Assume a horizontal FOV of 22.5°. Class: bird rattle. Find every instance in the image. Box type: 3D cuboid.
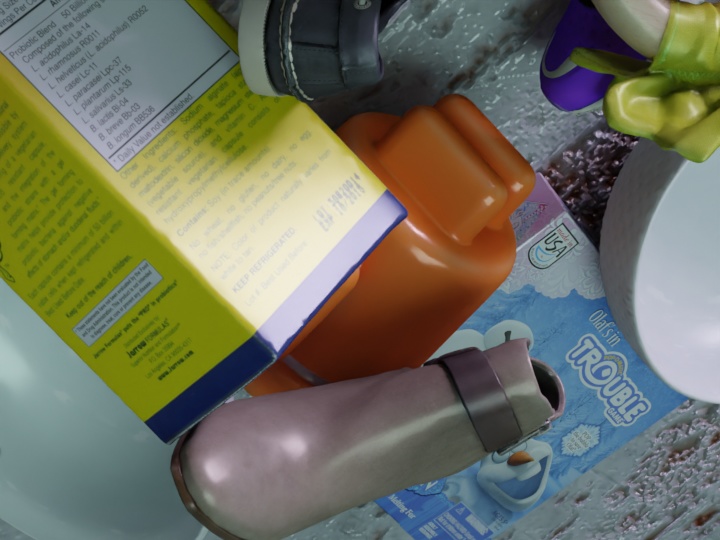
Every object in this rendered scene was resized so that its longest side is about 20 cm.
[{"bbox_3d":[0.178,-0.144,0.821,0.200,0.113,0.163,-39,106,6],"label":"bird rattle"}]

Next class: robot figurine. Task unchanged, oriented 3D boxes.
[{"bbox_3d":[0.001,0.000,0.931,0.117,0.144,0.200,29,121,-26],"label":"robot figurine"}]

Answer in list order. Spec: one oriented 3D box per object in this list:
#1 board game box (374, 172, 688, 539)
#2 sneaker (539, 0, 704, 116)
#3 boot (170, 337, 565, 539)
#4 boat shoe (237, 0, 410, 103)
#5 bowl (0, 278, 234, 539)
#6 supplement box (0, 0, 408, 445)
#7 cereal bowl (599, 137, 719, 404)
[{"bbox_3d":[0.078,0.067,1.075,0.199,0.043,0.200,-37,133,8],"label":"board game box"},{"bbox_3d":[0.133,-0.174,0.887,0.099,0.070,0.200,25,111,-29],"label":"sneaker"},{"bbox_3d":[0.014,0.071,0.839,0.146,0.070,0.200,-21,174,16],"label":"boot"},{"bbox_3d":[0.016,-0.133,0.787,0.063,0.200,0.073,8,127,23],"label":"boat shoe"},{"bbox_3d":[-0.137,0.046,0.904,0.090,0.201,0.201,-52,151,-42],"label":"bowl"},{"bbox_3d":[-0.100,-0.045,0.773,0.200,0.109,0.110,46,140,-5],"label":"supplement box"},{"bbox_3d":[0.216,-0.030,1.015,0.200,0.083,0.200,-12,121,-21],"label":"cereal bowl"}]
